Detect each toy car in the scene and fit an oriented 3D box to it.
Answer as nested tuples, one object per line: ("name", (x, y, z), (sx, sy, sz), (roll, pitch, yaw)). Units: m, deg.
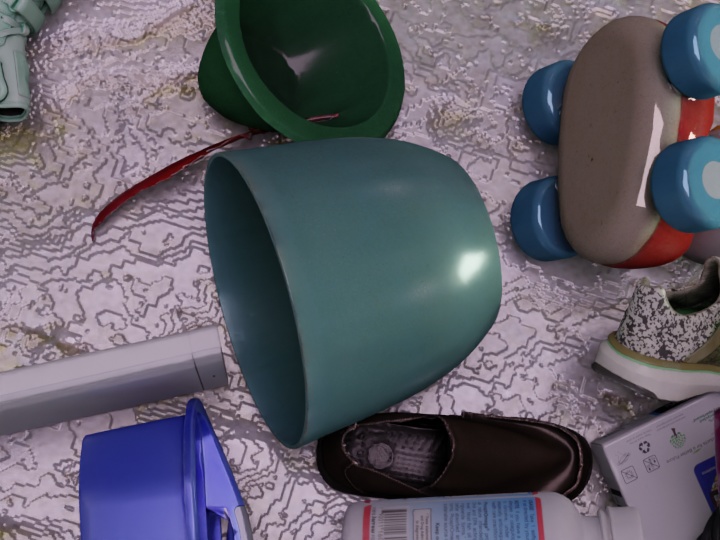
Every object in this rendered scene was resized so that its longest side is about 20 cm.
("toy car", (0.243, -0.076, 1.056), (0.198, 0.184, 0.179), (14, 75, -30))

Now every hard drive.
("hard drive", (-0.190, 0.080, 0.990), (0.198, 0.132, 0.027), (-12, 79, -6))

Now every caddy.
("caddy", (-0.122, 0.188, 0.970), (0.104, 0.141, 0.203), (-5, 79, 1))

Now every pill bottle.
("pill bottle", (0.089, 0.206, 0.981), (0.197, 0.109, 0.110), (-4, 78, 5))

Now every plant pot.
("plant pot", (0.000, 0.000, 0.992), (0.159, 0.201, 0.203), (-16, 80, -17))

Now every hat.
("hat", (-0.093, -0.133, 1.099), (0.199, 0.175, 0.167), (-4, 73, -43))

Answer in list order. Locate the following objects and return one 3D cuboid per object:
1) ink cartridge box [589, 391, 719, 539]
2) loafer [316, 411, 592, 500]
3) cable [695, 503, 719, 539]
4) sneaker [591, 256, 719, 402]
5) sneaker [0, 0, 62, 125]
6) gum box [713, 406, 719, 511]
("ink cartridge box", (0.248, 0.193, 1.034), (0.099, 0.039, 0.202), (-23, 89, -8))
("loafer", (0.068, 0.136, 1.026), (0.197, 0.071, 0.074), (0, 78, -3))
("cable", (0.314, 0.232, 1.001), (0.199, 0.051, 0.164), (32, 79, 1))
("sneaker", (0.255, 0.035, 1.017), (0.198, 0.077, 0.090), (-5, 118, -34))
("sneaker", (-0.242, -0.175, 1.068), (0.199, 0.074, 0.119), (-33, 75, 1))
("gum box", (0.291, 0.171, 0.914), (0.112, 0.066, 0.202), (-9, 104, -7))
